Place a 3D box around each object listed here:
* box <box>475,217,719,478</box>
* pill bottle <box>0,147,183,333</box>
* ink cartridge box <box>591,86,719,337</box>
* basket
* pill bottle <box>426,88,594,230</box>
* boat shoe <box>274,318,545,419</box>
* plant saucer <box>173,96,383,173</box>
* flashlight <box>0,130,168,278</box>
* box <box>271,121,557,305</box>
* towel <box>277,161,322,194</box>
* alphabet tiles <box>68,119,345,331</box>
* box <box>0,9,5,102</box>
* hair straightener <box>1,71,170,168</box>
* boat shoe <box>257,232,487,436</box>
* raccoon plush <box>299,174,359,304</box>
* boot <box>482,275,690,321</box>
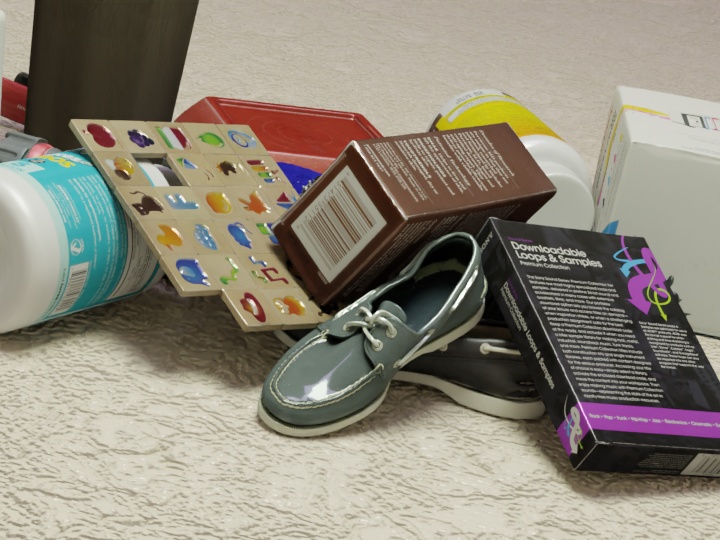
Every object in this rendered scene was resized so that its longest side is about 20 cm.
[{"bbox_3d":[0.170,0.052,1.466,0.142,0.036,0.201,7,46,-33],"label":"box"},{"bbox_3d":[-0.200,-0.027,1.484,0.110,0.112,0.200,22,20,27],"label":"pill bottle"},{"bbox_3d":[0.271,-0.052,1.801,0.144,0.148,0.200,12,18,0],"label":"ink cartridge box"},{"bbox_3d":[-0.205,-0.160,1.729,0.135,0.201,0.180,11,17,-2],"label":"basket"},{"bbox_3d":[0.130,-0.079,1.849,0.109,0.110,0.200,6,19,-19],"label":"pill bottle"},{"bbox_3d":[0.039,0.047,1.497,0.199,0.061,0.074,16,20,12],"label":"boat shoe"},{"bbox_3d":[-0.051,-0.111,1.946,0.199,0.037,0.200,6,20,-21],"label":"plant saucer"},{"bbox_3d":[-0.187,-0.049,1.623,0.199,0.068,0.068,16,29,16],"label":"flashlight"},{"bbox_3d":[0.041,-0.043,1.519,0.199,0.100,0.075,-9,60,-53],"label":"box"},{"bbox_3d":[-0.083,-0.052,1.729,0.147,0.050,0.199,25,22,32],"label":"towel"},{"bbox_3d":[-0.091,-0.033,1.484,0.167,0.008,0.200,-1,47,-46],"label":"alphabet tiles"},{"bbox_3d":[-0.376,-0.100,1.461,0.198,0.173,0.200,12,17,20],"label":"box"},{"bbox_3d":[-0.222,-0.131,1.884,0.199,0.041,0.077,18,19,17],"label":"hair straightener"},{"bbox_3d":[0.009,0.037,1.417,0.073,0.062,0.200,37,52,27],"label":"boat shoe"},{"bbox_3d":[0.000,0.000,1.578,0.199,0.097,0.134,16,27,12],"label":"raccoon plush"},{"bbox_3d":[0.157,0.017,1.619,0.197,0.074,0.163,22,21,-12],"label":"boot"}]
